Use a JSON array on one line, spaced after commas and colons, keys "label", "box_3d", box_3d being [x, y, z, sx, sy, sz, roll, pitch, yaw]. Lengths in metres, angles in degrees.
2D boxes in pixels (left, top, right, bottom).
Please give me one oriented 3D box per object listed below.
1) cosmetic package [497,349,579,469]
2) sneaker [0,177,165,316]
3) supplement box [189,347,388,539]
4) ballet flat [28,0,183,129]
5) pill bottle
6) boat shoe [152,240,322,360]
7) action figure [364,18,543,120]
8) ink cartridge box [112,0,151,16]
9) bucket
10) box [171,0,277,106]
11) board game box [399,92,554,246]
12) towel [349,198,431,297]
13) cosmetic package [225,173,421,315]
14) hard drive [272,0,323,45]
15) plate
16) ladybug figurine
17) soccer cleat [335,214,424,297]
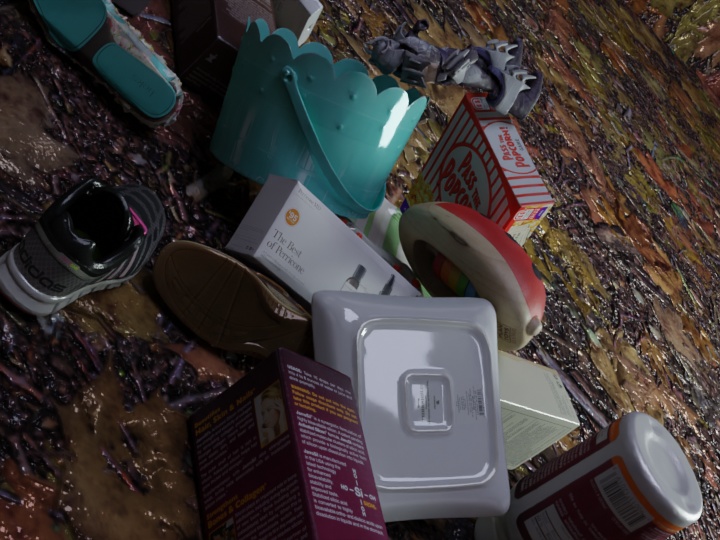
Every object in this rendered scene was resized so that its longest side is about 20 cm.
[{"label": "cosmetic package", "box_3d": [0.123, 0.137, 1.200, 0.199, 0.103, 0.074, 23, 38, -46]}, {"label": "sneaker", "box_3d": [-0.197, -0.032, 0.917, 0.074, 0.087, 0.200, 51, 27, -1]}, {"label": "supplement box", "box_3d": [-0.052, 0.176, 0.873, 0.085, 0.110, 0.202, 26, 37, -41]}, {"label": "ballet flat", "box_3d": [-0.243, -0.213, 1.102, 0.201, 0.075, 0.064, 52, -4, -10]}, {"label": "pill bottle", "box_3d": [0.212, 0.230, 1.121, 0.114, 0.199, 0.115, 37, 32, -27]}, {"label": "boat shoe", "box_3d": [-0.098, 0.034, 1.034, 0.199, 0.073, 0.072, 29, 4, -24]}, {"label": "action figure", "box_3d": [0.089, -0.211, 1.193, 0.198, 0.070, 0.130, 6, 30, -34]}, {"label": "ink cartridge box", "box_3d": [-0.265, -0.386, 1.232, 0.145, 0.084, 0.202, 31, 35, -35]}, {"label": "bucket", "box_3d": [-0.044, -0.148, 1.166, 0.205, 0.136, 0.207, 23, 12, -5]}, {"label": "box", "box_3d": [-0.148, -0.271, 1.294, 0.100, 0.075, 0.202, 30, 33, -37]}, {"label": "board game box", "box_3d": [0.121, -0.071, 1.292, 0.046, 0.201, 0.153, -6, 57, -28]}, {"label": "towel", "box_3d": [0.048, -0.022, 1.356, 0.200, 0.023, 0.153, 44, 29, -17]}, {"label": "cosmetic package", "box_3d": [-0.029, 0.002, 1.104, 0.200, 0.050, 0.083, 41, 72, -39]}, {"label": "hard drive", "box_3d": [-0.124, -0.370, 1.416, 0.201, 0.027, 0.132, 51, -12, -2]}, {"label": "plate", "box_3d": [0.053, 0.118, 1.040, 0.198, 0.032, 0.202, 4, 76, -31]}, {"label": "ladybug figurine", "box_3d": [0.118, -0.001, 1.186, 0.200, 0.072, 0.137, 44, -24, 34]}, {"label": "soccer cleat", "box_3d": [0.000, 0.000, 1.214, 0.077, 0.070, 0.200, 20, -21, 52]}]
